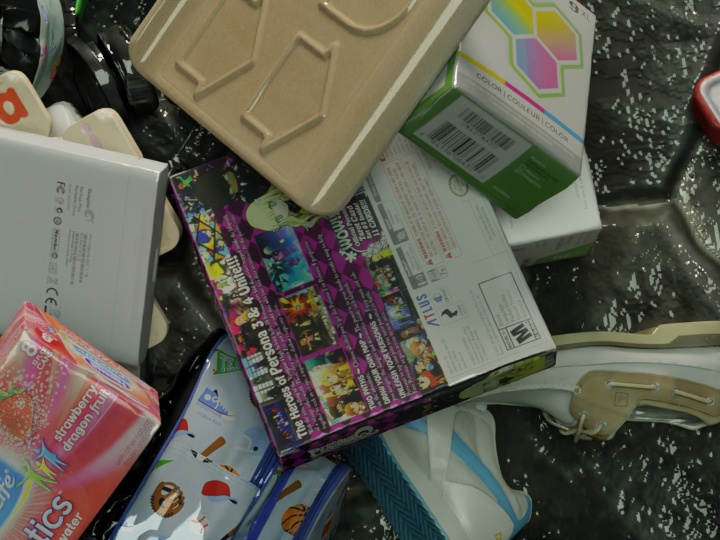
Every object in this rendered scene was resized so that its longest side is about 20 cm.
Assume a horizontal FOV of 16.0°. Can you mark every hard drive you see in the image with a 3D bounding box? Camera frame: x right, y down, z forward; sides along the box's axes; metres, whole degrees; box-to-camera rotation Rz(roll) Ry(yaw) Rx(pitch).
[{"bbox_3d":[-0.224,-0.024,1.611,0.199,0.027,0.133,13,112,10],"label":"hard drive"}]

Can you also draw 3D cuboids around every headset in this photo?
[{"bbox_3d":[-0.131,-0.135,1.681,0.123,0.094,0.201,-6,71,-2],"label":"headset"}]

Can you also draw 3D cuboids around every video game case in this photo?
[{"bbox_3d":[0.000,0.000,1.561,0.180,0.036,0.201,-21,67,-6],"label":"video game case"}]

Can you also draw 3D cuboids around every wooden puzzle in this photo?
[{"bbox_3d":[-0.027,-0.152,1.568,0.200,0.046,0.186,39,97,34],"label":"wooden puzzle"}]

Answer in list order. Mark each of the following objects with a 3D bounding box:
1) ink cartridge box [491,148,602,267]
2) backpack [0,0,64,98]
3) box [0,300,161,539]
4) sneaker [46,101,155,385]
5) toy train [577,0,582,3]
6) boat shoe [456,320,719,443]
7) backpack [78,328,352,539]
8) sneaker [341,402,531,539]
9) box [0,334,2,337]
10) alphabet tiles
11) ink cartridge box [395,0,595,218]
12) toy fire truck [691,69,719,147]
[{"bbox_3d":[0.049,-0.029,1.660,0.199,0.117,0.068,-11,82,-1],"label":"ink cartridge box"},{"bbox_3d":[-0.293,-0.165,1.663,0.199,0.127,0.168,10,103,1],"label":"backpack"},{"bbox_3d":[-0.214,0.131,1.502,0.102,0.095,0.200,36,94,-10],"label":"box"},{"bbox_3d":[-0.190,-0.011,1.676,0.087,0.075,0.201,-11,82,2],"label":"sneaker"},{"bbox_3d":[0.068,-0.235,1.725,0.150,0.056,0.201,-31,95,21],"label":"toy train"},{"bbox_3d":[0.152,0.076,1.656,0.199,0.075,0.069,-6,82,-16],"label":"boat shoe"},{"bbox_3d":[-0.087,0.141,1.604,0.153,0.200,0.191,21,76,-4],"label":"backpack"},{"bbox_3d":[0.035,0.099,1.671,0.080,0.077,0.201,-24,79,-27],"label":"sneaker"},{"bbox_3d":[-0.287,0.137,1.605,0.131,0.115,0.201,12,99,1],"label":"box"},{"bbox_3d":[-0.213,-0.020,1.632,0.199,0.015,0.196,-27,101,22],"label":"alphabet tiles"},{"bbox_3d":[0.088,-0.142,1.592,0.104,0.059,0.201,34,43,-24],"label":"ink cartridge box"},{"bbox_3d":[0.340,-0.099,1.691,0.199,0.112,0.168,-26,65,-6],"label":"toy fire truck"}]
